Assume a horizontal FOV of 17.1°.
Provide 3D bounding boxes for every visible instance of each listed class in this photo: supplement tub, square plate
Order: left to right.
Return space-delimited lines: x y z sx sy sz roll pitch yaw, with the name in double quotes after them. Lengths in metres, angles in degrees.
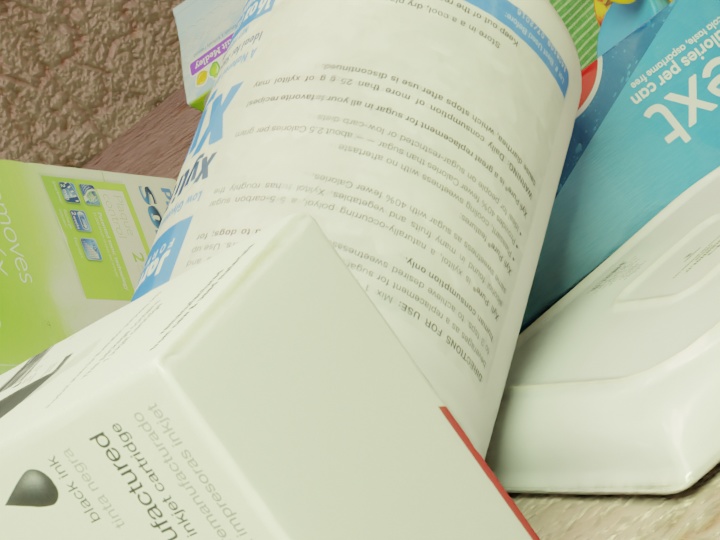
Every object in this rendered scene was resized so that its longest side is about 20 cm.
-0.003 -0.008 0.830 0.132 0.132 0.201 -25 37 45 "supplement tub"
0.122 0.005 0.823 0.200 0.029 0.198 -40 11 -21 "square plate"

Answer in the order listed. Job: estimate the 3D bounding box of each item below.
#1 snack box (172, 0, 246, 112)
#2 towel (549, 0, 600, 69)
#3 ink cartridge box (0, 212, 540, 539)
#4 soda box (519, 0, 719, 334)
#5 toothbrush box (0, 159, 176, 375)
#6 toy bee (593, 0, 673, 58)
0.030 -0.116 1.239 0.168 0.199 0.068 -31 54 30 "snack box"
0.139 -0.157 1.165 0.200 0.152 0.023 -44 47 8 "towel"
-0.059 0.094 0.684 0.199 0.145 0.084 -27 13 41 "ink cartridge box"
0.092 -0.037 0.959 0.199 0.068 0.064 -37 -8 -7 "soda box"
-0.144 0.036 1.015 0.086 0.147 0.199 -29 -19 28 "toothbrush box"
0.138 -0.129 1.091 0.199 0.110 0.130 -1 -9 39 "toy bee"
